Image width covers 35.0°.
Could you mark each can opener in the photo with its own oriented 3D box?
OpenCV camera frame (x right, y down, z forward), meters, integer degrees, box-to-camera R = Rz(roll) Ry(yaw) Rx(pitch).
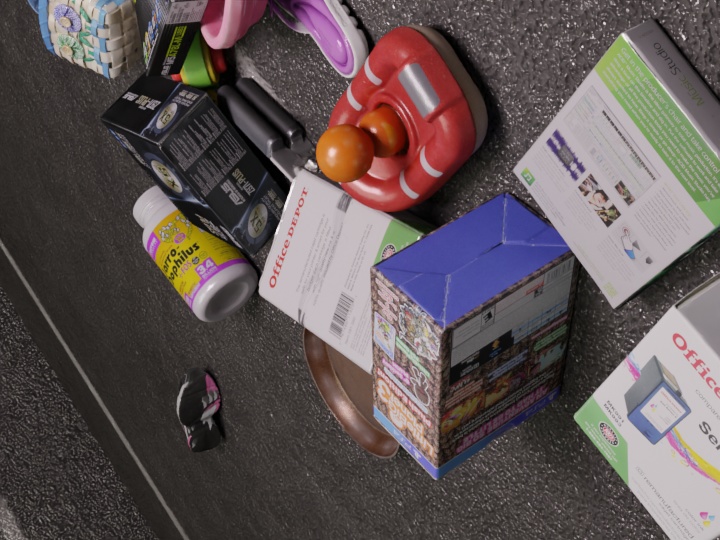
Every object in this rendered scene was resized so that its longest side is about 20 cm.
[{"bbox_3d":[-0.093,-0.138,1.295,0.200,0.053,0.067,46,150,30],"label":"can opener"}]

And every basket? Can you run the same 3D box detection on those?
[{"bbox_3d":[-0.361,-0.359,1.460,0.200,0.139,0.177,40,150,18],"label":"basket"}]

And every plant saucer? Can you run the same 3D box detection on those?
[{"bbox_3d":[-0.130,-0.322,1.122,0.200,0.050,0.202,173,90,-73],"label":"plant saucer"},{"bbox_3d":[-0.002,0.141,1.437,0.200,0.034,0.201,41,148,33],"label":"plant saucer"}]

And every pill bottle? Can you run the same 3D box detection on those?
[{"bbox_3d":[-0.240,-0.030,1.615,0.200,0.104,0.105,48,152,24],"label":"pill bottle"}]

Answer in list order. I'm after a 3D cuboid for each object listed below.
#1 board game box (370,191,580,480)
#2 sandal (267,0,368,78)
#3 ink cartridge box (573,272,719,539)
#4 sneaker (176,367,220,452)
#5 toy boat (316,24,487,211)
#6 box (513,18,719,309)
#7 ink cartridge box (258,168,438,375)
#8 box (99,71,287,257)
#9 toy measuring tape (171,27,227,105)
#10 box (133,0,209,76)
[{"bbox_3d":[0.099,0.059,1.023,0.097,0.159,0.201,42,148,35],"label":"board game box"},{"bbox_3d":[-0.065,-0.265,1.118,0.203,0.050,0.083,48,151,26],"label":"sandal"},{"bbox_3d":[0.265,0.108,0.854,0.146,0.087,0.200,53,152,17],"label":"ink cartridge box"},{"bbox_3d":[-0.303,0.239,2.041,0.087,0.080,0.201,54,150,37],"label":"sneaker"},{"bbox_3d":[0.016,-0.120,1.024,0.131,0.130,0.200,58,154,7],"label":"toy boat"},{"bbox_3d":[0.202,-0.071,0.847,0.145,0.036,0.200,56,155,11],"label":"box"},{"bbox_3d":[0.000,0.000,1.158,0.200,0.084,0.147,33,107,44],"label":"ink cartridge box"},{"bbox_3d":[-0.196,-0.129,1.383,0.163,0.086,0.200,26,159,49],"label":"box"},{"bbox_3d":[-0.200,-0.283,1.327,0.073,0.073,0.201,18,126,55],"label":"toy measuring tape"},{"bbox_3d":[-0.211,-0.333,1.208,0.200,0.047,0.195,145,114,-68],"label":"box"}]
